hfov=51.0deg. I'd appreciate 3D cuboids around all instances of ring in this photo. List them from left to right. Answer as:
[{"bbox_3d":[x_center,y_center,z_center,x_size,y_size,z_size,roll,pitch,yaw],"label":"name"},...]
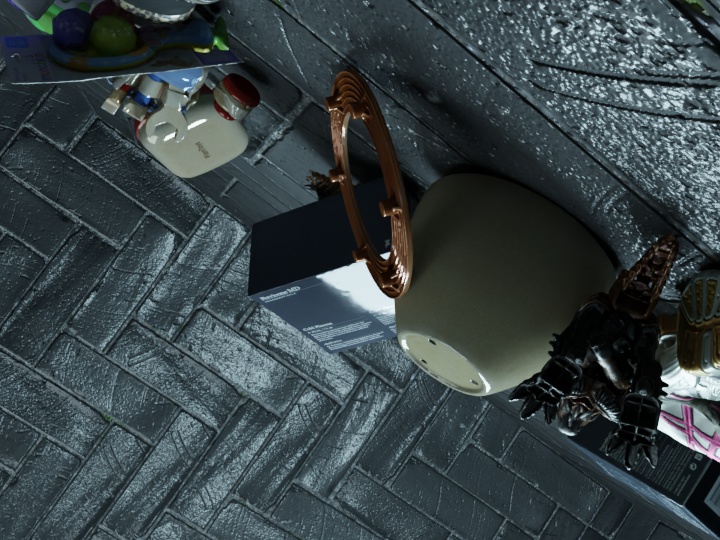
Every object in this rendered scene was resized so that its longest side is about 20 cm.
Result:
[{"bbox_3d":[0.001,-0.071,0.652,0.200,0.019,0.201,165,90,-78],"label":"ring"}]

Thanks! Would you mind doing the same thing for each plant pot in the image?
[{"bbox_3d":[0.107,0.031,0.677,0.200,0.135,0.200,30,157,14],"label":"plant pot"}]

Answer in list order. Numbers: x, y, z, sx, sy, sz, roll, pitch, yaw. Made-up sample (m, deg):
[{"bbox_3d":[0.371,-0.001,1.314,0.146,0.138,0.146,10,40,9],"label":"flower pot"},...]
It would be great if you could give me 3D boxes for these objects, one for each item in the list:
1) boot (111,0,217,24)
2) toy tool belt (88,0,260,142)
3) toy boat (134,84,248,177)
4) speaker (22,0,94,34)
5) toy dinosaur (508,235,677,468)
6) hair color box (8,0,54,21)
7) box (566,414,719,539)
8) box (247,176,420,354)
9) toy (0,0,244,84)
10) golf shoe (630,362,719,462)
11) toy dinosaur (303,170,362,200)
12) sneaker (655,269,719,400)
[{"bbox_3d":[-0.196,-0.265,0.580,0.200,0.073,0.151,29,176,-22],"label":"boot"},{"bbox_3d":[-0.223,-0.209,0.831,0.200,0.123,0.125,37,-152,-18],"label":"toy tool belt"},{"bbox_3d":[-0.244,-0.219,1.061,0.200,0.130,0.131,64,-179,-75],"label":"toy boat"},{"bbox_3d":[-0.321,-0.298,0.923,0.200,0.089,0.088,33,173,15],"label":"speaker"},{"bbox_3d":[0.180,0.058,0.564,0.102,0.136,0.200,7,127,27],"label":"toy dinosaur"},{"bbox_3d":[-0.322,-0.322,0.629,0.065,0.109,0.200,37,175,36],"label":"hair color box"},{"bbox_3d":[0.424,0.265,1.068,0.148,0.107,0.200,39,172,-36],"label":"box"},{"bbox_3d":[0.000,0.000,0.900,0.200,0.104,0.182,-17,146,23],"label":"box"},{"bbox_3d":[-0.218,-0.216,0.686,0.200,0.047,0.115,-9,-143,-25],"label":"toy"},{"bbox_3d":[0.323,0.132,0.715,0.200,0.073,0.092,40,154,5],"label":"golf shoe"},{"bbox_3d":[-0.001,-0.077,0.956,0.135,0.102,0.200,1,137,37],"label":"toy dinosaur"},{"bbox_3d":[0.273,0.052,0.551,0.087,0.076,0.200,11,167,8],"label":"sneaker"}]
